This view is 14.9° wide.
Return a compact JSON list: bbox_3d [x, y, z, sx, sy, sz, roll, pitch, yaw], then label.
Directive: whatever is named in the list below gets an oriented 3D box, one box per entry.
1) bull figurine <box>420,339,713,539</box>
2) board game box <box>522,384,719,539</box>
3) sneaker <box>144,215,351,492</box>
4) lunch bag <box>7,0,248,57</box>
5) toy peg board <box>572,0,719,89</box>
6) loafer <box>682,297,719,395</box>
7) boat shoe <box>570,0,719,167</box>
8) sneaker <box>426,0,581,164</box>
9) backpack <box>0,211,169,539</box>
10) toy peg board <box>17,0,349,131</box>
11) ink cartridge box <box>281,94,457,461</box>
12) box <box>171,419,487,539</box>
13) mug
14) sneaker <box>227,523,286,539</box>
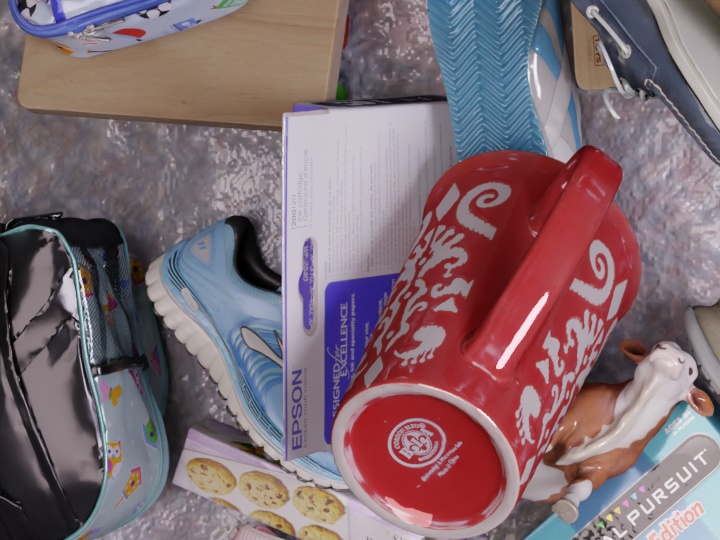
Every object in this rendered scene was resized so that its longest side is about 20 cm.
[{"bbox_3d":[0.112,0.103,1.605,0.200,0.121,0.065,-28,96,46],"label":"bull figurine"},{"bbox_3d":[0.209,0.195,1.637,0.151,0.047,0.200,-43,81,18],"label":"board game box"},{"bbox_3d":[-0.045,0.050,1.696,0.090,0.078,0.200,-42,82,15],"label":"sneaker"},{"bbox_3d":[-0.147,-0.227,1.629,0.159,0.076,0.201,-14,75,18],"label":"lunch bag"},{"bbox_3d":[0.226,-0.209,1.572,0.198,0.098,0.202,-1,94,34],"label":"toy peg board"},{"bbox_3d":[0.268,0.084,1.599,0.070,0.075,0.200,-45,85,6],"label":"loafer"},{"bbox_3d":[0.156,-0.129,1.516,0.062,0.075,0.201,-43,70,28],"label":"boat shoe"},{"bbox_3d":[0.088,-0.126,1.628,0.076,0.081,0.202,-2,94,21],"label":"sneaker"},{"bbox_3d":[-0.207,0.079,1.713,0.175,0.153,0.201,-14,81,22],"label":"backpack"},{"bbox_3d":[-0.088,-0.181,1.691,0.199,0.098,0.201,5,82,18],"label":"toy peg board"},{"bbox_3d":[0.000,0.000,1.609,0.043,0.199,0.200,4,97,34],"label":"ink cartridge box"},{"bbox_3d":[-0.020,0.149,1.716,0.199,0.039,0.042,23,104,16],"label":"box"},{"bbox_3d":[0.065,0.027,1.513,0.133,0.200,0.178,12,130,17],"label":"mug"},{"bbox_3d":[-0.089,0.217,1.736,0.199,0.075,0.105,-11,60,38],"label":"sneaker"}]
